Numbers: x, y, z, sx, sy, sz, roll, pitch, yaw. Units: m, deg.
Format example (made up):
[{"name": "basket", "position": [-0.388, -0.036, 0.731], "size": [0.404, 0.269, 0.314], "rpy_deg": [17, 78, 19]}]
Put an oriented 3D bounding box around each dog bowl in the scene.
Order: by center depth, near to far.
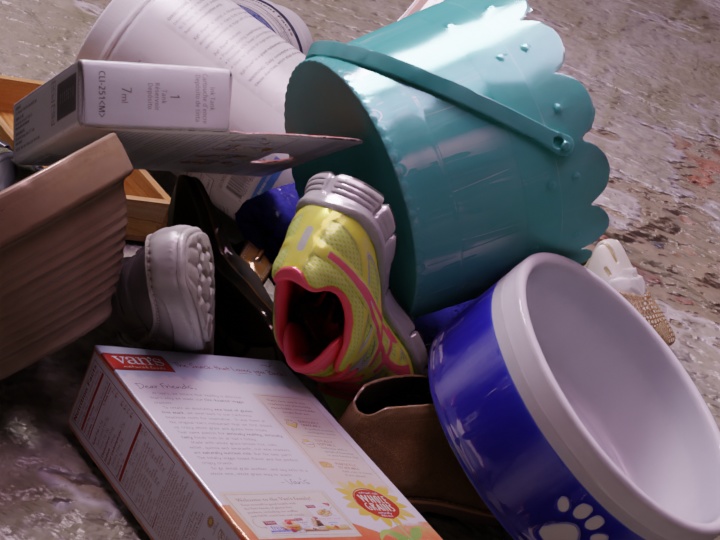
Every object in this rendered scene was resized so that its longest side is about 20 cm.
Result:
[{"name": "dog bowl", "position": [0.134, 0.092, 1.250], "size": [0.200, 0.079, 0.200], "rpy_deg": [39, 28, -25]}]

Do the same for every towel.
[{"name": "towel", "position": [0.000, 0.000, 1.454], "size": [0.148, 0.050, 0.200], "rpy_deg": [52, 26, 10]}]

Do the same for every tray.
[{"name": "tray", "position": [-0.222, -0.084, 1.514], "size": [0.098, 0.037, 0.200], "rpy_deg": [6, 26, -36]}]

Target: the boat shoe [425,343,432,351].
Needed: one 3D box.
[{"name": "boat shoe", "position": [0.108, 0.053, 1.410], "size": [0.199, 0.068, 0.074], "rpy_deg": [1, 28, -40]}]

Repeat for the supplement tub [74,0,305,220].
[{"name": "supplement tub", "position": [-0.101, -0.124, 1.549], "size": [0.200, 0.132, 0.132], "rpy_deg": [38, 24, 9]}]

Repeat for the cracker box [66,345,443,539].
[{"name": "cracker box", "position": [-0.059, 0.118, 1.142], "size": [0.134, 0.058, 0.200], "rpy_deg": [7, 26, -37]}]

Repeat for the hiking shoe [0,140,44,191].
[{"name": "hiking shoe", "position": [-0.256, -0.056, 1.381], "size": [0.100, 0.076, 0.200], "rpy_deg": [16, 28, -39]}]

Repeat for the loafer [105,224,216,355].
[{"name": "loafer", "position": [-0.121, 0.018, 1.228], "size": [0.070, 0.070, 0.200], "rpy_deg": [1, -16, -3]}]

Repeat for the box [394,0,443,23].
[{"name": "box", "position": [0.056, -0.117, 1.610], "size": [0.075, 0.200, 0.100], "rpy_deg": [27, 59, 20]}]

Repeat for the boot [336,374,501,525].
[{"name": "boot", "position": [0.063, 0.107, 1.266], "size": [0.200, 0.076, 0.074], "rpy_deg": [3, 25, -42]}]

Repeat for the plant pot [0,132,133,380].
[{"name": "plant pot", "position": [-0.205, 0.008, 1.165], "size": [0.093, 0.200, 0.201], "rpy_deg": [63, 23, -6]}]

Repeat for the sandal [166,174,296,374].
[{"name": "sandal", "position": [-0.078, 0.012, 1.348], "size": [0.054, 0.082, 0.200], "rpy_deg": [0, 31, -32]}]

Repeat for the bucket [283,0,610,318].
[{"name": "bucket", "position": [0.049, -0.071, 1.317], "size": [0.134, 0.208, 0.207], "rpy_deg": [-21, 39, -21]}]

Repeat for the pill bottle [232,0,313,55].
[{"name": "pill bottle", "position": [-0.110, -0.169, 1.722], "size": [0.111, 0.111, 0.200], "rpy_deg": [26, 21, 11]}]

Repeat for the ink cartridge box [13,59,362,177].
[{"name": "ink cartridge box", "position": [-0.112, -0.092, 1.290], "size": [0.173, 0.044, 0.200], "rpy_deg": [1, -4, -21]}]

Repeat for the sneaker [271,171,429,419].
[{"name": "sneaker", "position": [-0.017, 0.041, 1.241], "size": [0.078, 0.200, 0.090], "rpy_deg": [9, 46, 26]}]

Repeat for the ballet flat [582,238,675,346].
[{"name": "ballet flat", "position": [0.169, -0.006, 1.657], "size": [0.200, 0.065, 0.070], "rpy_deg": [28, 22, 17]}]
